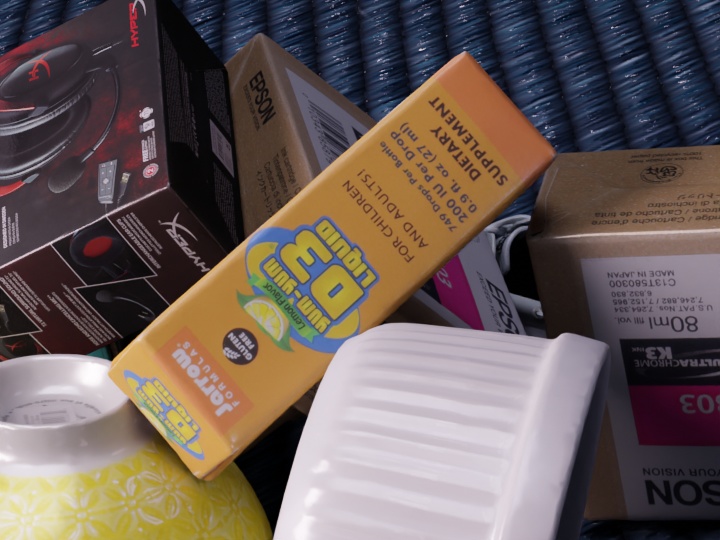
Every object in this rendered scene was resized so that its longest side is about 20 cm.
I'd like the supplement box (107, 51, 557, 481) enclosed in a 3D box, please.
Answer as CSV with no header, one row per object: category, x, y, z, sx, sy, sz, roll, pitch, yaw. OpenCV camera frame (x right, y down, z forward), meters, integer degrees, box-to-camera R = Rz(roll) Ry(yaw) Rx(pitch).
supplement box,-0.011,-0.003,1.059,0.200,0.067,0.069,-43,2,-19

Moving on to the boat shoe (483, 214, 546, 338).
boat shoe,0.093,0.006,1.317,0.070,0.072,0.200,-28,32,-26

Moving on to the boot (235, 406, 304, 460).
boot,-0.084,0.008,1.246,0.072,0.167,0.200,-36,-3,12

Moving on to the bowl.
bowl,-0.133,0.101,1.082,0.199,0.108,0.200,-1,21,0

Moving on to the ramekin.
ramekin,0.028,0.115,0.995,0.104,0.201,0.200,12,33,8

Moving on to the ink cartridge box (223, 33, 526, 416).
ink cartridge box,0.000,0.000,1.222,0.075,0.164,0.201,-42,37,18

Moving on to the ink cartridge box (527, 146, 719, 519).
ink cartridge box,0.187,0.029,1.126,0.199,0.166,0.075,-3,33,18

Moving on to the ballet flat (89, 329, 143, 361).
ballet flat,-0.113,0.079,1.283,0.068,0.068,0.200,13,28,-30

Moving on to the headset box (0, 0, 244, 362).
headset box,-0.159,-0.028,1.188,0.199,0.075,0.149,-24,44,17
